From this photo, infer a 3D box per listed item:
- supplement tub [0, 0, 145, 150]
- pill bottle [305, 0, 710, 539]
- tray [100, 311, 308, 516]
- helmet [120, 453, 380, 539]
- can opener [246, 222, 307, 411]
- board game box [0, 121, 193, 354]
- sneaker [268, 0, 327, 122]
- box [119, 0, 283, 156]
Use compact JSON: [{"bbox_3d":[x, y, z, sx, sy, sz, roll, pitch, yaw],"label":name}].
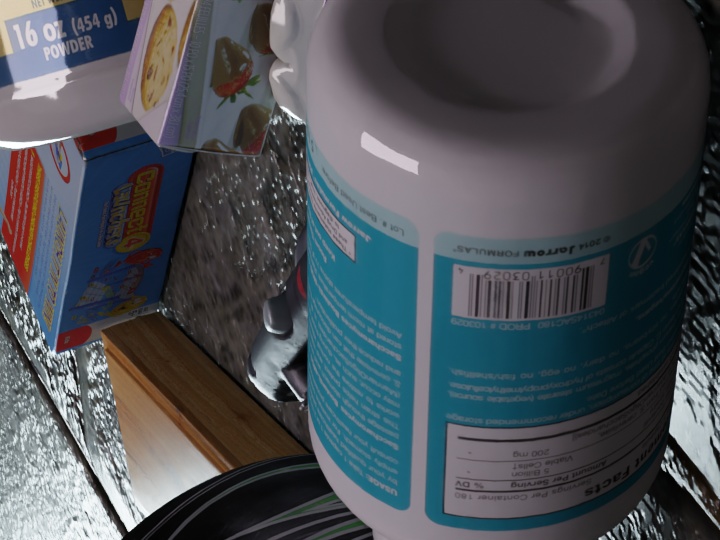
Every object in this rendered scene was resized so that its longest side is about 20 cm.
[{"bbox_3d":[-0.092,-0.154,0.999,0.145,0.144,0.201,-179,72,-71],"label":"supplement tub"},{"bbox_3d":[0.039,0.009,0.826,0.201,0.110,0.111,92,154,-44],"label":"pill bottle"},{"bbox_3d":[-0.066,0.100,1.326,0.200,0.037,0.099,37,141,59],"label":"tray"},{"bbox_3d":[-0.011,0.156,0.955,0.200,0.190,0.200,51,175,6],"label":"helmet"},{"bbox_3d":[0.000,0.000,1.002,0.200,0.063,0.079,128,123,-68],"label":"can opener"},{"bbox_3d":[-0.148,-0.092,1.354,0.200,0.056,0.196,111,138,-62],"label":"board game box"},{"bbox_3d":[0.025,-0.116,0.848,0.083,0.081,0.201,30,140,30],"label":"sneaker"},{"bbox_3d":[-0.029,-0.134,0.887,0.041,0.039,0.201,47,125,51],"label":"box"}]
